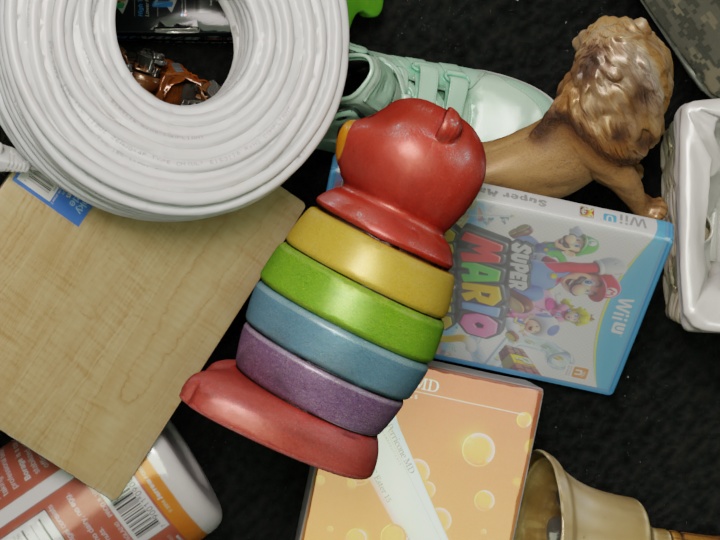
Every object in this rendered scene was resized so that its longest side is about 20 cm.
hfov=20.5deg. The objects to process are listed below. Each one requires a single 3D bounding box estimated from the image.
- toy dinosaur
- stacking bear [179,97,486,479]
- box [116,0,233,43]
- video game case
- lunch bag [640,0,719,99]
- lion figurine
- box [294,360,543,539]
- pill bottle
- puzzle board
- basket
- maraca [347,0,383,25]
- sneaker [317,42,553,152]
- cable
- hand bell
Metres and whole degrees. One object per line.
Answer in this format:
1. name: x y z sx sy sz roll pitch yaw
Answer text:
1. toy dinosaur: -0.163 -0.099 1.177 0.199 0.136 0.103 -7 97 28
2. stacking bear: 0.000 0.000 1.083 0.113 0.121 0.201 26 94 3
3. box: -0.144 -0.239 1.209 0.158 0.046 0.201 0 90 -1
4. video game case: 0.070 0.005 1.181 0.199 0.144 0.018 12 46 -2
5. lunch bag: 0.244 -0.219 1.175 0.167 0.139 0.200 -36 90 -36
6. lion figurine: 0.101 -0.062 1.160 0.199 0.073 0.123 -30 134 12
7. box: 0.026 0.153 1.189 0.124 0.097 0.201 11 89 -2
8. pill bottle: -0.191 0.157 1.175 0.199 0.112 0.113 -34 91 -1
9. puzzle board: -0.143 0.004 1.106 0.150 0.017 0.201 35 82 -17
10. basket: 0.277 -0.032 1.185 0.199 0.123 0.137 -1 90 -3
11. maraca: -0.012 -0.239 1.175 0.107 0.137 0.201 4 80 42
12. sneaker: 0.028 -0.093 1.179 0.199 0.118 0.074 6 88 -3
13. cable: -0.103 -0.127 1.068 0.199 0.069 0.201 19 82 -19
14. hand bell: 0.196 0.168 1.213 0.199 0.104 0.105 5 90 -14
